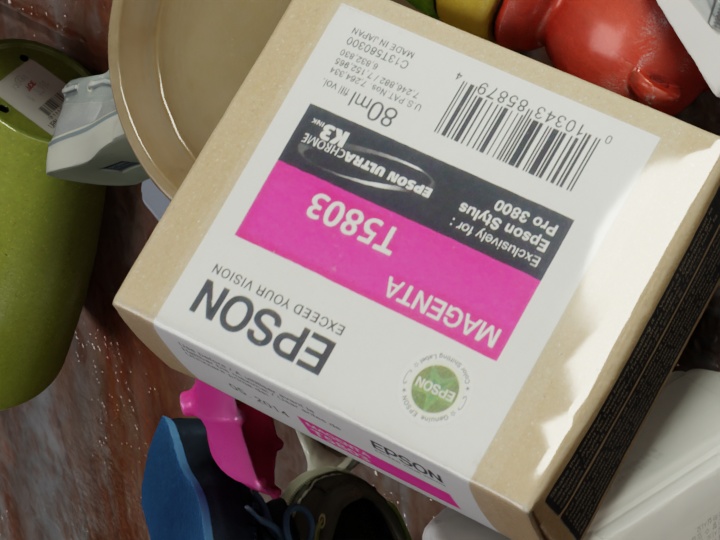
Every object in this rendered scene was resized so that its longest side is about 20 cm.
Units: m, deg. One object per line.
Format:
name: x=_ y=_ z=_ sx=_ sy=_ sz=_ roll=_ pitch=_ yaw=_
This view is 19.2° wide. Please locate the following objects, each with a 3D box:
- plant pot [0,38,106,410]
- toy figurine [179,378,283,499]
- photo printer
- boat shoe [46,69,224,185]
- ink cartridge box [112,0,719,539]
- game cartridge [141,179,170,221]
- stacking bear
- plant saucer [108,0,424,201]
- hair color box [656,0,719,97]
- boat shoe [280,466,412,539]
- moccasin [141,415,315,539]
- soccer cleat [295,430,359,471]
plant pot: x=-0.238 y=-0.044 z=1.356 sx=0.188 sy=0.186 sz=0.200 roll=53 pitch=131 yaw=24
toy figurine: x=0.017 y=0.045 z=0.947 sx=0.200 sy=0.183 sz=0.151 roll=-47 pitch=48 yaw=47
photo printer: x=0.109 y=0.162 z=0.911 sx=0.069 sy=0.166 sz=0.201 roll=30 pitch=139 yaw=45
boat shoe: x=-0.116 y=-0.093 z=1.146 sx=0.200 sy=0.070 sz=0.072 roll=-11 pitch=75 yaw=57
ink cartridge box: x=0.029 y=-0.005 z=0.837 sx=0.199 sy=0.165 sz=0.075 roll=24 pitch=167 yaw=24
game cartridge: x=-0.068 y=-0.069 z=1.187 sx=0.133 sy=0.040 sz=0.201 roll=45 pitch=142 yaw=28
stacking bear: x=0.068 y=-0.141 z=0.865 sx=0.200 sy=0.121 sz=0.114 roll=44 pitch=113 yaw=16
plant saucer: x=-0.030 y=-0.111 z=1.017 sx=0.199 sy=0.029 sz=0.202 roll=-1 pitch=88 yaw=25
hair color box: x=0.167 y=-0.161 z=0.732 sx=0.110 sy=0.065 sz=0.200 roll=61 pitch=143 yaw=14
boat shoe: x=0.005 y=0.198 z=1.041 sx=0.060 sy=0.072 sz=0.203 roll=178 pitch=79 yaw=-71
moccasin: x=-0.056 y=0.122 z=0.988 sx=0.200 sy=0.068 sz=0.081 roll=-108 pitch=35 yaw=-60
soccer cleat: x=-0.017 y=0.014 z=1.103 sx=0.069 sy=0.078 sz=0.201 roll=0 pitch=116 yaw=20
